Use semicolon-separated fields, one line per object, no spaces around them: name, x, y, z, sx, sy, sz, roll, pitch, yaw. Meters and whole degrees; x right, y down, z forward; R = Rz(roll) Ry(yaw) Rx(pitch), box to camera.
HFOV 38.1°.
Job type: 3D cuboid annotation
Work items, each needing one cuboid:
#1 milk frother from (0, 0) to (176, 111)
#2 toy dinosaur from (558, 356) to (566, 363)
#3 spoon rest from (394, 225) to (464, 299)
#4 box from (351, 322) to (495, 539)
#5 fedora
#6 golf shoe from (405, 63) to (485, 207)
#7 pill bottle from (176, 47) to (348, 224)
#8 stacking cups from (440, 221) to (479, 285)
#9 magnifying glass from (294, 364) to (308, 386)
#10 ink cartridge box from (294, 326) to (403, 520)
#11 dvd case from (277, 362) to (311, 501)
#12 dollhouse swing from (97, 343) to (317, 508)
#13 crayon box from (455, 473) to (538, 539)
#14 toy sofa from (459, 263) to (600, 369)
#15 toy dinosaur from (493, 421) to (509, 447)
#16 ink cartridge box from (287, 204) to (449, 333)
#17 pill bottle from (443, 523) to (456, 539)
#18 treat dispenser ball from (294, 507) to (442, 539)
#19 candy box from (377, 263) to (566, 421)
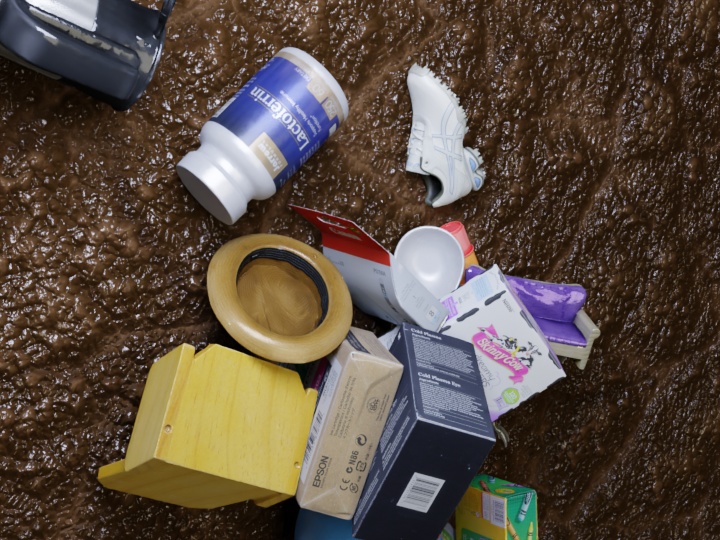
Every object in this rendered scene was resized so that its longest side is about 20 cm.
milk frother;-0.277;-0.284;1.049;0.187;0.180;0.202;21;93;-37
toy dinosaur;0.259;0.089;1.575;0.198;0.077;0.103;23;122;-23
spoon rest;0.093;0.040;1.443;0.098;0.061;0.203;2;97;5
box;0.067;0.204;1.274;0.103;0.183;0.201;17;121;-15
fedora;-0.105;0.046;1.282;0.199;0.202;0.082;-10;144;-32
golf shoe;0.096;-0.175;1.403;0.097;0.078;0.201;-35;118;-15
pill bottle;-0.117;-0.157;1.233;0.200;0.115;0.116;-48;123;-15
stacking cups;0.164;0.024;1.506;0.060;0.060;0.202;-31;117;-24
magnifying glass;-0.060;0.166;1.390;0.079;0.022;0.203;4;98;-35
ink cartridge box;-0.028;0.180;1.298;0.074;0.165;0.202;17;96;-17
dvd case;-0.094;0.204;1.398;0.142;0.017;0.202;22;88;-36
dollhouse swing;-0.193;0.193;1.259;0.199;0.175;0.184;23;73;-35
crayon box;0.189;0.397;1.450;0.058;0.118;0.203;-4;93;-30
toy sofa;0.229;0.064;1.458;0.198;0.083;0.099;11;109;-12
toy dinosaur;0.156;0.210;1.496;0.199;0.105;0.183;6;113;-50
ink cartridge box;0.000;0.000;1.325;0.200;0.160;0.048;42;77;-34
pill bottle;0.062;0.458;1.513;0.199;0.111;0.112;-32;118;-24
treat dispenser ball;0.010;0.358;1.397;0.199;0.200;0.203;-9;107;-32
candy box;0.144;0.117;1.384;0.199;0.072;0.168;-33;116;11
